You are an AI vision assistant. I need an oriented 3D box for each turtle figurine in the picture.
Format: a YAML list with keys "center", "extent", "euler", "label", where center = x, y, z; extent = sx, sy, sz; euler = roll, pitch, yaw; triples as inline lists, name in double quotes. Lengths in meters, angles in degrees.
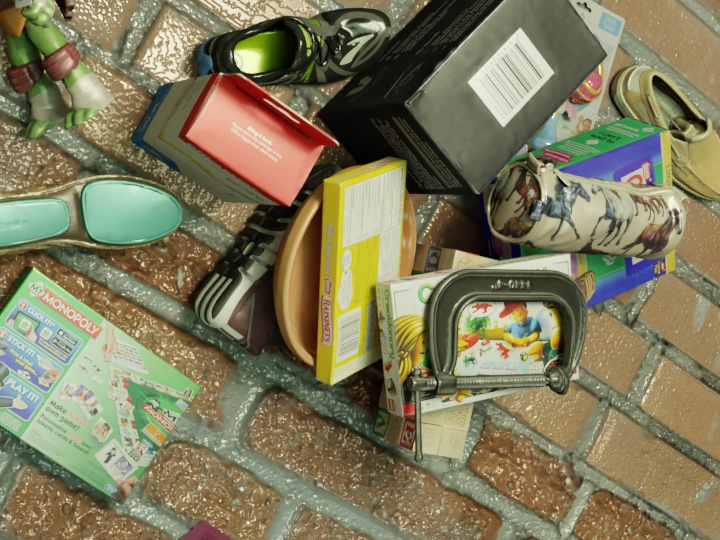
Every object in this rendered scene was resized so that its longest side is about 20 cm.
- center: [-0.311, -0.198, 1.168]
  extent: [0.144, 0.200, 0.194]
  euler: [-23, 111, 12]
  label: "turtle figurine"

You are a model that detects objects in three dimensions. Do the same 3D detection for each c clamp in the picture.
- center: [0.130, 0.081, 1.301]
  extent: [0.200, 0.027, 0.171]
  euler: [-6, 92, -24]
  label: "c clamp"

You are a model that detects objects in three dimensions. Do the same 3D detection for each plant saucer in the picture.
- center: [-0.019, -0.005, 1.319]
  extent: [0.200, 0.037, 0.200]
  euler: [-29, 128, -44]
  label: "plant saucer"

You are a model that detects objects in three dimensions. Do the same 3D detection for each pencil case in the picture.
- center: [0.226, -0.059, 1.353]
  extent: [0.200, 0.078, 0.089]
  euler: [5, 136, -31]
  label: "pencil case"

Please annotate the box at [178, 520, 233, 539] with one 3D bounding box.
- center: [-0.154, 0.376, 1.308]
  extent: [0.176, 0.097, 0.200]
  euler: [-35, 108, -20]
  label: "box"

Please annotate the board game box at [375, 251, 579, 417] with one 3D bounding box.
- center: [0.115, 0.059, 1.322]
  extent: [0.200, 0.035, 0.126]
  euler: [-10, 99, -25]
  label: "board game box"

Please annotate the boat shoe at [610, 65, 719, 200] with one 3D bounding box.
- center: [0.362, -0.148, 1.533]
  extent: [0.200, 0.076, 0.072]
  euler: [39, 77, -23]
  label: "boat shoe"

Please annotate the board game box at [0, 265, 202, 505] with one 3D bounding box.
- center: [-0.263, 0.107, 1.273]
  extent: [0.200, 0.029, 0.135]
  euler: [39, 76, -23]
  label: "board game box"

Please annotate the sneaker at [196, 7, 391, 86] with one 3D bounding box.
- center: [-0.055, -0.210, 1.321]
  extent: [0.200, 0.083, 0.071]
  euler: [-14, 100, -25]
  label: "sneaker"

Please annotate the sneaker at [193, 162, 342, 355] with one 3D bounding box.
- center: [-0.064, -0.002, 1.348]
  extent: [0.200, 0.076, 0.116]
  euler: [-49, 123, -10]
  label: "sneaker"

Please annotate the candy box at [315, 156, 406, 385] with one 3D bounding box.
- center: [0.000, 0.000, 1.292]
  extent: [0.102, 0.026, 0.200]
  euler: [-26, 126, -50]
  label: "candy box"

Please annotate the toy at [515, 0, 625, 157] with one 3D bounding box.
- center: [0.224, -0.201, 1.477]
  extent: [0.115, 0.047, 0.200]
  euler: [22, 85, -27]
  label: "toy"

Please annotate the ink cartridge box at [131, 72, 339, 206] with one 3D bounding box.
- center: [-0.115, -0.115, 1.233]
  extent: [0.116, 0.200, 0.067]
  euler: [33, 79, -24]
  label: "ink cartridge box"

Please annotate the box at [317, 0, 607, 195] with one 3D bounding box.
- center: [0.095, -0.179, 1.331]
  extent: [0.197, 0.200, 0.117]
  euler: [-46, 111, -15]
  label: "box"

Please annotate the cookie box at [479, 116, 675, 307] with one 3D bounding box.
- center: [0.231, -0.051, 1.456]
  extent: [0.200, 0.075, 0.171]
  euler: [-22, 119, -23]
  label: "cookie box"

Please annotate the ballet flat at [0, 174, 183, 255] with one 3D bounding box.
- center: [-0.261, -0.052, 1.242]
  extent: [0.200, 0.065, 0.071]
  euler: [-3, 96, -28]
  label: "ballet flat"

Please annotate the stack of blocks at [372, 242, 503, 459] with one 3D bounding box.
- center: [0.071, 0.077, 1.386]
  extent: [0.059, 0.115, 0.200]
  euler: [13, 89, -26]
  label: "stack of blocks"
